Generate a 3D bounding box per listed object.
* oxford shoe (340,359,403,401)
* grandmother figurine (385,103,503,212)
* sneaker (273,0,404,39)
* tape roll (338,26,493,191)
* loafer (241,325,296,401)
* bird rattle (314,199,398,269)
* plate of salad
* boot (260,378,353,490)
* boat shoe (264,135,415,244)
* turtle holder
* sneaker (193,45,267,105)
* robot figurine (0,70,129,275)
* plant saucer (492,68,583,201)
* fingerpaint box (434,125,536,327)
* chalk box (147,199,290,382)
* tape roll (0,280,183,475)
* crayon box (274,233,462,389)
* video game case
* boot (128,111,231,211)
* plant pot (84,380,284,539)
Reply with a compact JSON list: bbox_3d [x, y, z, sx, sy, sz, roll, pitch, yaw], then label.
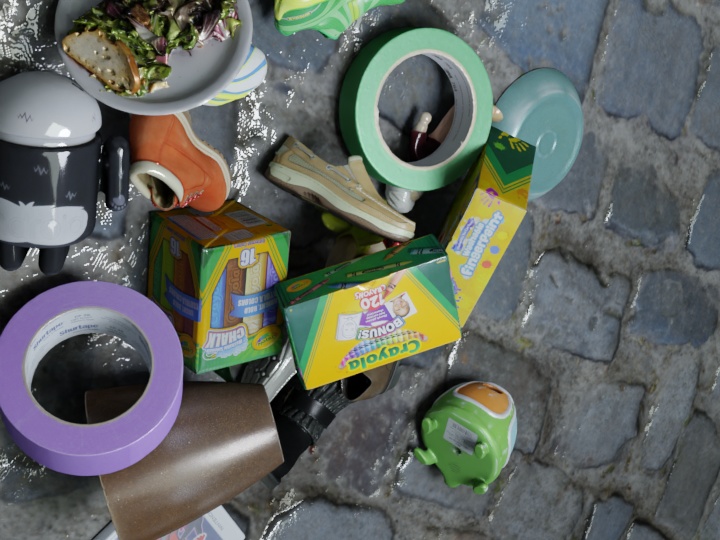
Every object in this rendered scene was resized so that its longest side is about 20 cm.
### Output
[{"bbox_3d":[0.017,0.086,1.603,0.084,0.072,0.201,-26,138,-40],"label":"oxford shoe"},{"bbox_3d":[0.102,-0.159,1.717,0.200,0.060,0.121,-50,126,-14],"label":"grandmother figurine"},{"bbox_3d":[-0.027,-0.318,1.522,0.199,0.074,0.084,-17,147,-38],"label":"sneaker"},{"bbox_3d":[0.071,-0.202,1.633,0.199,0.048,0.202,-6,103,-28],"label":"tape roll"},{"bbox_3d":[-0.082,0.099,1.675,0.070,0.070,0.201,41,82,-37],"label":"loafer"},{"bbox_3d":[0.000,0.000,1.663,0.164,0.112,0.200,-66,152,-22],"label":"bird rattle"},{"bbox_3d":[-0.207,-0.251,1.310,0.200,0.200,0.048,-42,169,-17],"label":"plate of salad"},{"bbox_3d":[-0.078,0.188,1.655,0.158,0.079,0.211,-44,178,3],"label":"boot"},{"bbox_3d":[-0.016,-0.101,1.548,0.077,0.199,0.072,-62,169,-4],"label":"boat shoe"},{"bbox_3d":[0.171,0.250,1.932,0.132,0.140,0.187,-46,127,-38],"label":"turtle holder"},{"bbox_3d":[-0.168,-0.220,1.399,0.199,0.105,0.076,-13,91,-36],"label":"sneaker"},{"bbox_3d":[-0.325,-0.100,1.321,0.149,0.124,0.202,-12,119,-42],"label":"robot figurine"},{"bbox_3d":[0.254,-0.184,1.853,0.199,0.036,0.202,-21,124,-33],"label":"plant saucer"},{"bbox_3d":[0.152,-0.056,1.693,0.167,0.073,0.201,-71,-175,-55],"label":"fingerpaint box"},{"bbox_3d":[-0.170,0.037,1.526,0.123,0.124,0.202,-11,117,-38],"label":"chalk box"},{"bbox_3d":[-0.290,0.114,1.403,0.200,0.200,0.066,-35,162,-23],"label":"tape roll"},{"bbox_3d":[0.010,0.048,1.516,0.198,0.058,0.120,-18,123,-8],"label":"crayon box"},{"bbox_3d":[-0.260,0.364,1.687,0.200,0.023,0.183,-43,133,-16],"label":"video game case"},{"bbox_3d":[-0.200,-0.099,1.421,0.200,0.074,0.108,55,31,-58],"label":"boot"},{"bbox_3d":[-0.194,0.203,1.498,0.198,0.187,0.188,-15,124,-7],"label":"plant pot"}]
